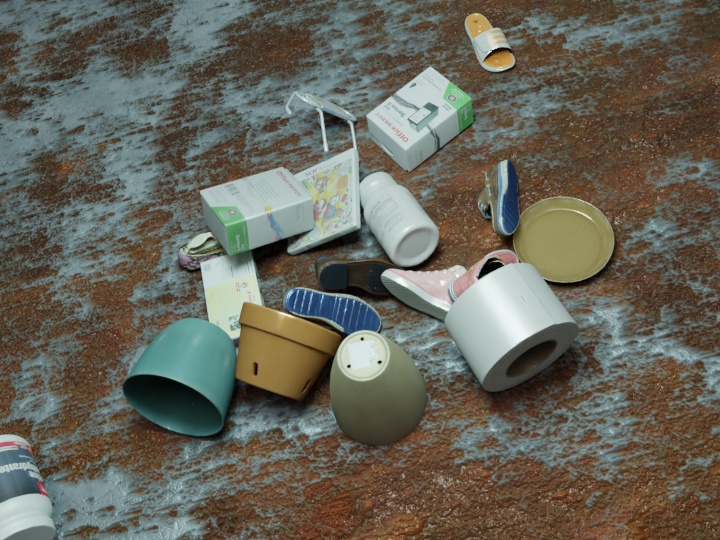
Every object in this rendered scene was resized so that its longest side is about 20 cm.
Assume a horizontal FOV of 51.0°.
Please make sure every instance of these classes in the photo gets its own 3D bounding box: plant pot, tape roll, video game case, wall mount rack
[{"bbox_3d":[0.409,-0.059,1.527,0.197,0.028,0.202,-5,60,9],"label":"plant pot"},{"bbox_3d":[0.270,0.104,1.360,0.201,0.203,0.140,-27,60,-6],"label":"tape roll"},{"bbox_3d":[-0.081,-0.149,1.628,0.181,0.023,0.202,-20,56,29],"label":"video game case"},{"bbox_3d":[0.018,0.192,1.357,0.185,0.201,0.189,-5,60,8],"label":"plant pot"},{"bbox_3d":[-0.324,0.190,1.430,0.198,0.202,0.162,7,50,14],"label":"plant pot"},{"bbox_3d":[-0.151,0.158,1.424,0.198,0.200,0.142,17,81,19],"label":"plant pot"},{"bbox_3d":[-0.074,-0.330,1.706,0.174,0.199,0.075,45,112,31],"label":"wall mount rack"}]

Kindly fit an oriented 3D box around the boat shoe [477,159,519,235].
[{"bbox_3d":[0.286,-0.142,1.571,0.072,0.072,0.201,-20,38,32],"label":"boat shoe"}]

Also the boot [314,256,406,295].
[{"bbox_3d":[0.000,0.000,1.538,0.198,0.076,0.097,6,15,-21],"label":"boot"}]

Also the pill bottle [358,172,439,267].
[{"bbox_3d":[0.071,-0.111,1.563,0.113,0.115,0.201,-27,49,-6],"label":"pill bottle"}]

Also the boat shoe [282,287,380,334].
[{"bbox_3d":[-0.057,0.079,1.490,0.198,0.072,0.073,20,79,-13],"label":"boat shoe"}]

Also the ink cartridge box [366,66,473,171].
[{"bbox_3d":[0.134,-0.342,1.703,0.199,0.084,0.146,-39,61,-12],"label":"ink cartridge box"}]

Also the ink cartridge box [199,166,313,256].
[{"bbox_3d":[-0.214,-0.127,1.577,0.198,0.088,0.145,-22,43,-22],"label":"ink cartridge box"}]

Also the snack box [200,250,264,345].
[{"bbox_3d":[-0.264,0.057,1.578,0.115,0.037,0.202,-16,59,1],"label":"snack box"}]

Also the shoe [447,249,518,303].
[{"bbox_3d":[0.259,0.003,1.443,0.199,0.091,0.072,-27,87,-37],"label":"shoe"}]

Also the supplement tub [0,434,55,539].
[{"bbox_3d":[-0.653,0.420,1.386,0.140,0.141,0.201,-32,60,-9],"label":"supplement tub"}]

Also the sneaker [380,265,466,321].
[{"bbox_3d":[0.145,0.027,1.492,0.199,0.076,0.105,26,68,7],"label":"sneaker"}]

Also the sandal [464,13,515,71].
[{"bbox_3d":[0.301,-0.561,1.810,0.078,0.059,0.208,-22,59,-2],"label":"sandal"}]

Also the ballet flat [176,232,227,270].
[{"bbox_3d":[-0.304,-0.063,1.634,0.198,0.071,0.070,-22,56,-3],"label":"ballet flat"}]
